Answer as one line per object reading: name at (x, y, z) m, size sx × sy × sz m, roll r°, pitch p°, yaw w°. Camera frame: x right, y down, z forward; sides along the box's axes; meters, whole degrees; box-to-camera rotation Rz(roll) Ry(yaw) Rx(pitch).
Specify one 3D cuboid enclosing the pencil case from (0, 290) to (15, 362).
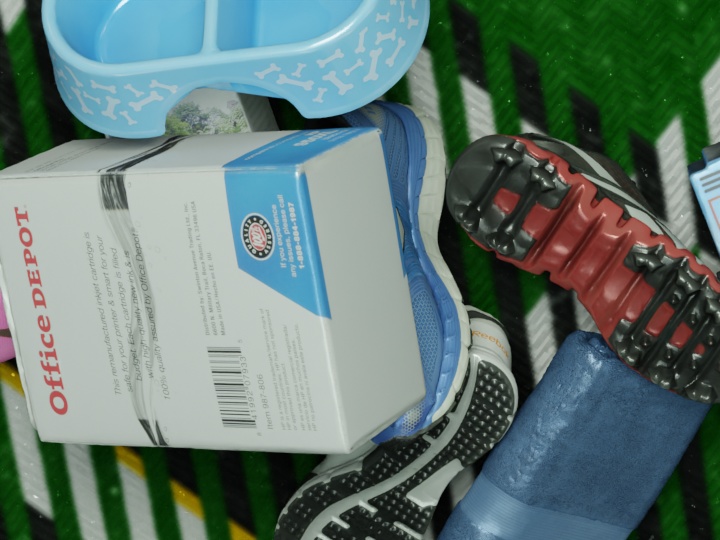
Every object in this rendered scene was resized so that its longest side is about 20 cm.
pencil case at (-0.249, 0.021, 1.442) m, size 0.199 × 0.091 × 0.094 m, roll -23°, pitch 104°, yaw 7°

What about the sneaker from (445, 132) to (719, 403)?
sneaker at (0.140, -0.008, 1.396) m, size 0.200 × 0.098 × 0.071 m, roll 38°, pitch 113°, yaw 4°

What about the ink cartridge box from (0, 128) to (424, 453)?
ink cartridge box at (-0.080, 0.009, 1.310) m, size 0.199 × 0.084 × 0.146 m, roll 0°, pitch 108°, yaw 33°

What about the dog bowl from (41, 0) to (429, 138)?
dog bowl at (-0.067, -0.131, 1.282) m, size 0.198 × 0.050 × 0.112 m, roll -5°, pitch 62°, yaw 13°

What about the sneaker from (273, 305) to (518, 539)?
sneaker at (0.024, 0.101, 1.457) m, size 0.074 × 0.080 × 0.200 m, roll 36°, pitch 120°, yaw -14°

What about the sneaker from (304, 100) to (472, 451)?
sneaker at (0.000, 0.000, 1.374) m, size 0.078 × 0.089 × 0.202 m, roll -30°, pitch 59°, yaw 42°

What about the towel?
towel at (0.108, 0.126, 1.443) m, size 0.111 × 0.049 × 0.201 m, roll 18°, pitch 112°, yaw -37°

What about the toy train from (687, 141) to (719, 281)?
toy train at (0.275, -0.042, 1.392) m, size 0.199 × 0.087 × 0.115 m, roll -22°, pitch 96°, yaw 9°

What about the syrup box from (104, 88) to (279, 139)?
syrup box at (-0.086, -0.062, 1.411) m, size 0.078 × 0.081 × 0.201 m, roll -18°, pitch 102°, yaw 11°
